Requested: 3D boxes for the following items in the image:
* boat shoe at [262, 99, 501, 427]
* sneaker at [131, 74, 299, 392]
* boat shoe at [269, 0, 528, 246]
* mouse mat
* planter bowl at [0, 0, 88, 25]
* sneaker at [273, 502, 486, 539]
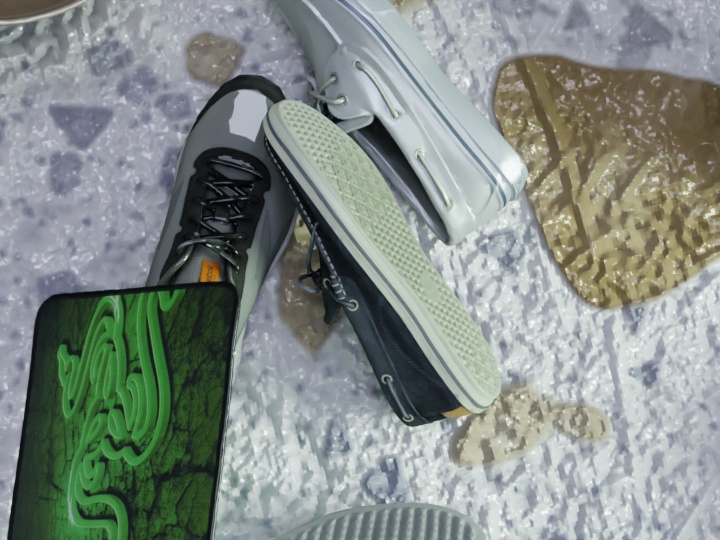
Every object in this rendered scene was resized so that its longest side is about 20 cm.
[{"bbox_3d":[0.000,0.000,1.349,0.062,0.075,0.201,-30,99,25],"label":"boat shoe"},{"bbox_3d":[-0.076,-0.012,1.346,0.073,0.079,0.202,16,76,-3],"label":"sneaker"},{"bbox_3d":[0.005,-0.100,1.376,0.200,0.074,0.067,44,75,1],"label":"boat shoe"},{"bbox_3d":[-0.128,0.107,1.291,0.008,0.160,0.202,19,72,-45],"label":"mouse mat"},{"bbox_3d":[-0.201,-0.227,1.329,0.198,0.135,0.202,0,92,-12],"label":"planter bowl"},{"bbox_3d":[-0.026,0.185,1.320,0.199,0.078,0.080,-14,125,-22],"label":"sneaker"}]
